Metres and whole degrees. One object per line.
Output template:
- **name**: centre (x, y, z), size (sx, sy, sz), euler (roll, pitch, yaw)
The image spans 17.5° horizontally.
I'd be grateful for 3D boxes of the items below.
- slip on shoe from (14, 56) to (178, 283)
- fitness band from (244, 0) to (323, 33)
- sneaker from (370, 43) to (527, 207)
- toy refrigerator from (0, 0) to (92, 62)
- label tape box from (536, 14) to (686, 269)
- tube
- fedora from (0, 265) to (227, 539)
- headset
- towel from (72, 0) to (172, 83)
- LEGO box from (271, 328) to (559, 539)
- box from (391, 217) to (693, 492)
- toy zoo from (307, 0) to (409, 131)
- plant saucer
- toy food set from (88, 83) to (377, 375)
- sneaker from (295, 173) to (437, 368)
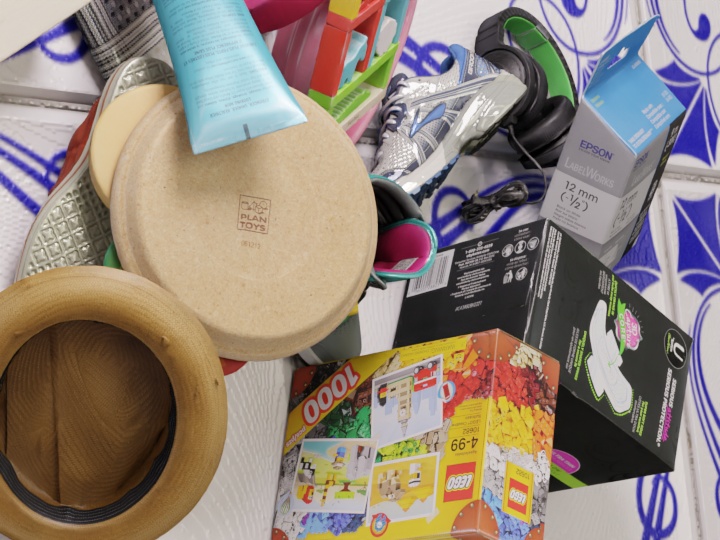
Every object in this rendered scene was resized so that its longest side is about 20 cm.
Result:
- **slip on shoe**: centre (-0.179, -0.050, 1.582), size (0.074, 0.061, 0.201), euler (27, 72, -19)
- **fitness band**: centre (-0.038, -0.258, 1.682), size (0.037, 0.143, 0.201), euler (41, 58, -32)
- **sneaker**: centre (0.040, -0.104, 1.835), size (0.085, 0.077, 0.200), euler (43, 59, 5)
- **toy refrigerator**: centre (-0.262, -0.161, 1.507), size (0.200, 0.076, 0.070), euler (-43, 112, -44)
- **label tape box**: centre (0.211, -0.095, 1.916), size (0.143, 0.066, 0.201), euler (-38, 152, -59)
- **tube**: centre (-0.102, -0.164, 1.557), size (0.051, 0.077, 0.201), euler (77, -8, -56)
- **fedora**: centre (-0.178, 0.084, 1.507), size (0.201, 0.200, 0.082), euler (59, 6, -19)
- **headset**: centre (0.127, -0.126, 1.947), size (0.123, 0.094, 0.201), euler (43, 37, -33)
- **towel**: centre (-0.147, -0.237, 1.682), size (0.200, 0.034, 0.194), euler (-41, 110, -45)
- **LEGO box**: centre (0.038, 0.137, 1.669), size (0.077, 0.199, 0.150), euler (28, 60, -41)
- **box**: centre (0.143, 0.072, 1.837), size (0.200, 0.148, 0.125), euler (37, 54, -35)
- **toy zoo**: centre (0.009, -0.192, 1.647), size (0.131, 0.020, 0.201), euler (-46, 156, -57)
- **plant saucer**: centre (-0.015, -0.175, 1.736), size (0.201, 0.051, 0.201), euler (-59, 163, -31)
- **toy food set**: centre (-0.081, -0.032, 1.562), size (0.199, 0.049, 0.200), euler (-7, 84, -26)
- **sneaker**: centre (0.000, 0.000, 1.685), size (0.084, 0.120, 0.201), euler (-58, 144, -38)
